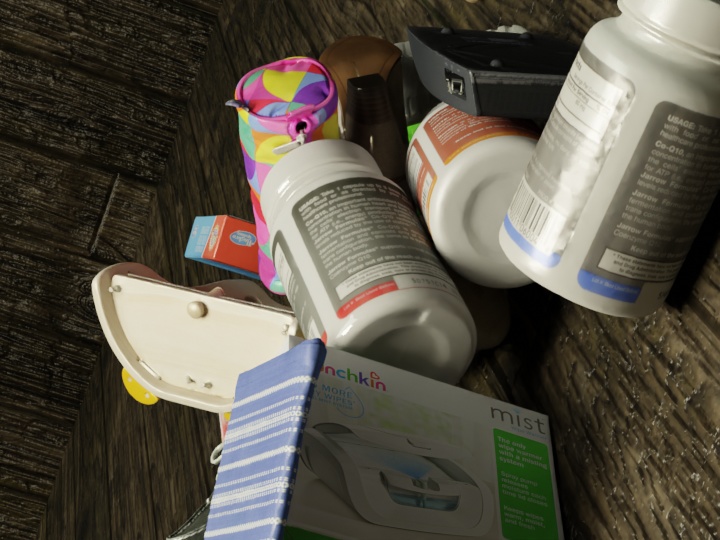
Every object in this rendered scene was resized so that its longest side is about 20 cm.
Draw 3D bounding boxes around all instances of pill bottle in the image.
[{"bbox_3d":[0.000,0.000,1.371,0.114,0.114,0.200,-64,33,32],"label":"pill bottle"},{"bbox_3d":[0.172,-0.083,1.144,0.114,0.114,0.200,-104,34,-63],"label":"pill bottle"},{"bbox_3d":[0.094,-0.068,1.411,0.200,0.112,0.112,-108,37,-71],"label":"pill bottle"}]

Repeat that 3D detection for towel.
[{"bbox_3d":[-0.064,0.147,1.161,0.145,0.024,0.200,150,134,-66],"label":"towel"}]

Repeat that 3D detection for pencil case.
[{"bbox_3d":[-0.051,-0.071,1.486,0.089,0.088,0.200,-88,-6,-46],"label":"pencil case"}]

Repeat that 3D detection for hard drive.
[{"bbox_3d":[0.112,-0.148,1.412,0.200,0.135,0.042,-126,40,-70],"label":"hard drive"}]

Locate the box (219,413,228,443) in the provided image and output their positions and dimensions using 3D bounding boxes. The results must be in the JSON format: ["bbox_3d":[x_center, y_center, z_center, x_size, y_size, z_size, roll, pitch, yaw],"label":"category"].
[{"bbox_3d":[-0.077,0.153,1.697,0.103,0.094,0.200,-104,10,-64],"label":"box"}]

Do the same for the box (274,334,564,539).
[{"bbox_3d":[0.025,0.158,1.245,0.177,0.200,0.097,-89,23,-50],"label":"box"}]

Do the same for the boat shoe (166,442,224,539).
[{"bbox_3d":[-0.073,0.150,1.325,0.074,0.199,0.068,-15,100,52],"label":"boat shoe"}]

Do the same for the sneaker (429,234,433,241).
[{"bbox_3d":[0.033,0.044,1.603,0.200,0.070,0.109,130,154,-54],"label":"sneaker"}]

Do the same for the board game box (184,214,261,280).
[{"bbox_3d":[-0.047,-0.002,1.689,0.153,0.200,0.040,-176,103,-76],"label":"board game box"}]

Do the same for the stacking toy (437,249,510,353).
[{"bbox_3d":[0.022,0.063,1.477,0.200,0.085,0.086,-36,35,35],"label":"stacking toy"}]

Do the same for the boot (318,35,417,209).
[{"bbox_3d":[0.010,-0.103,1.567,0.200,0.070,0.147,-94,-4,-68],"label":"boot"}]

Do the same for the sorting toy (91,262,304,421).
[{"bbox_3d":[-0.093,0.047,1.592,0.180,0.200,0.107,-27,-56,-55],"label":"sorting toy"}]

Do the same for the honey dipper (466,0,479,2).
[{"bbox_3d":[0.133,-0.303,1.696,0.200,0.038,0.038,124,158,-55],"label":"honey dipper"}]

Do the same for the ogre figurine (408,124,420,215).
[{"bbox_3d":[0.041,-0.094,1.678,0.098,0.200,0.120,64,180,-35],"label":"ogre figurine"}]

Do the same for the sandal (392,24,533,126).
[{"bbox_3d":[0.073,-0.156,1.616,0.202,0.050,0.083,-5,63,40],"label":"sandal"}]
